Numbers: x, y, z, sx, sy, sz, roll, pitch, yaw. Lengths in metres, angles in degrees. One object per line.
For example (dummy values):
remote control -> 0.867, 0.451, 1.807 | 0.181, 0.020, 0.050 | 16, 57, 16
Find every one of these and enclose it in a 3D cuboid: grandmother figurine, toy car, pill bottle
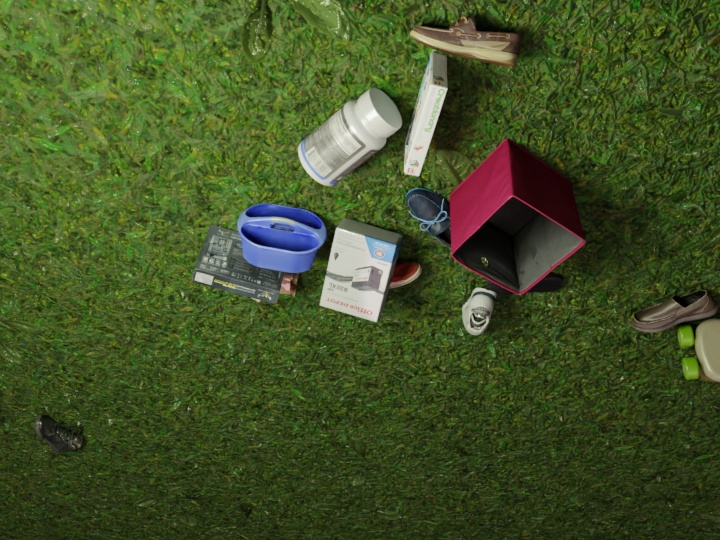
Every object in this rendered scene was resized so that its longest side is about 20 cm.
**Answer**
grandmother figurine -> -0.256, 0.023, 1.753 | 0.200, 0.061, 0.121 | 10, 106, 0
toy car -> 0.897, 0.217, 1.791 | 0.164, 0.158, 0.200 | -6, 161, 16
pill bottle -> -0.021, -0.267, 1.410 | 0.200, 0.114, 0.114 | -34, 122, 31

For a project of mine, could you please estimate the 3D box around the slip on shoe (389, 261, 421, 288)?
slip on shoe -> 0.047, 0.000, 1.689 | 0.200, 0.074, 0.061 | -1, 130, 14

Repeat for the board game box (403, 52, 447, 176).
board game box -> 0.124, -0.299, 1.355 | 0.035, 0.126, 0.200 | 11, 134, -5

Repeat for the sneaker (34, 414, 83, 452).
sneaker -> -0.976, 0.530, 2.295 | 0.114, 0.076, 0.200 | -4, 136, 7

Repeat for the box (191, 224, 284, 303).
box -> -0.276, -0.016, 1.644 | 0.200, 0.158, 0.051 | 16, 134, -10

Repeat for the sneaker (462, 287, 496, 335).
sneaker -> 0.287, 0.120, 1.744 | 0.076, 0.081, 0.200 | 9, 151, 8

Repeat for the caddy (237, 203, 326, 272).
caddy -> -0.178, -0.081, 1.585 | 0.200, 0.142, 0.105 | 10, 139, -4

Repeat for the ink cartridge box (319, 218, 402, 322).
ink cartridge box -> 0.000, 0.000, 1.622 | 0.145, 0.084, 0.200 | 16, 113, 7

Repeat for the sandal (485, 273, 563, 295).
sandal -> 0.390, 0.022, 1.697 | 0.200, 0.045, 0.075 | 2, 141, -16

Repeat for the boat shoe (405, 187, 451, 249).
boat shoe -> 0.183, -0.109, 1.569 | 0.200, 0.069, 0.084 | 33, 128, -23

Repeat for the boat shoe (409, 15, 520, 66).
boat shoe -> 0.192, -0.427, 1.279 | 0.200, 0.072, 0.072 | 15, 103, 6

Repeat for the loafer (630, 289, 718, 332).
loafer -> 0.754, 0.090, 1.707 | 0.200, 0.073, 0.071 | -20, 118, 17

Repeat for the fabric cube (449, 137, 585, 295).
fabric cube -> 0.317, -0.110, 1.466 | 0.196, 0.200, 0.200 | 27, 130, -20
